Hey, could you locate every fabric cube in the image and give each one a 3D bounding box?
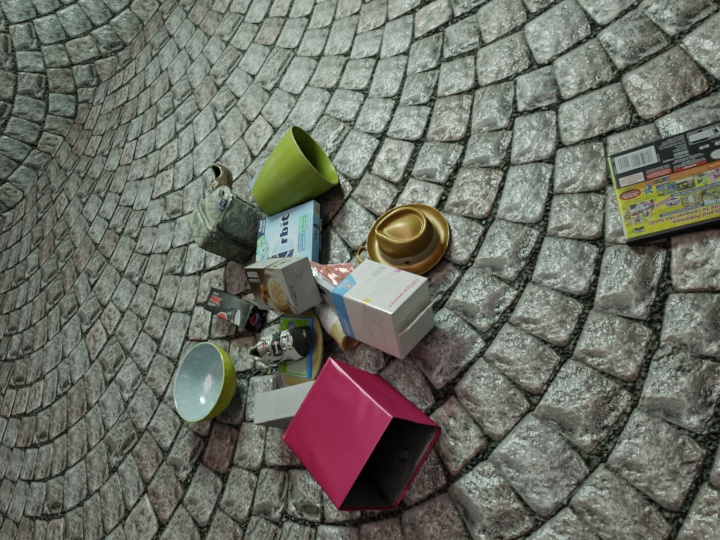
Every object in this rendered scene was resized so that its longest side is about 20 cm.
[{"bbox_3d":[0.003,0.327,1.094,0.198,0.199,0.199,32,93,42],"label":"fabric cube"}]

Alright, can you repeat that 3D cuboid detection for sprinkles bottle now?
[{"bbox_3d":[-0.074,0.106,1.321,0.069,0.068,0.200,-52,51,7],"label":"sprinkles bottle"}]

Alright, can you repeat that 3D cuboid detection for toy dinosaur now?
[{"bbox_3d":[0.000,0.000,1.314,0.197,0.060,0.109,14,82,39],"label":"toy dinosaur"}]

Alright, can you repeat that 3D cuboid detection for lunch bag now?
[{"bbox_3d":[-0.363,-0.135,1.548,0.168,0.199,0.140,-46,53,14],"label":"lunch bag"}]

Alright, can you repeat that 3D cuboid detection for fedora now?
[{"bbox_3d":[0.098,-0.083,1.233,0.196,0.082,0.205,-9,63,17],"label":"fedora"}]

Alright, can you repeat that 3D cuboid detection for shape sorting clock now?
[{"bbox_3d":[-0.150,0.185,1.343,0.197,0.039,0.206,-6,81,46],"label":"shape sorting clock"}]

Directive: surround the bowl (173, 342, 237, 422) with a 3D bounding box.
[{"bbox_3d":[-0.390,0.302,1.454,0.197,0.107,0.205,-14,64,31],"label":"bowl"}]

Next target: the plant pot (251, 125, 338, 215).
[{"bbox_3d":[-0.190,-0.245,1.469,0.199,0.186,0.190,-37,54,19],"label":"plant pot"}]

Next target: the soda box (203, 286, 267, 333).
[{"bbox_3d":[-0.351,0.109,1.530,0.197,0.063,0.072,16,82,40],"label":"soda box"}]

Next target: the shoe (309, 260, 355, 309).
[{"bbox_3d":[-0.071,0.015,1.304,0.090,0.073,0.199,-32,42,-23],"label":"shoe"}]

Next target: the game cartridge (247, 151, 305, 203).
[{"bbox_3d":[-0.247,-0.289,1.593,0.200,0.041,0.133,-44,27,4],"label":"game cartridge"}]

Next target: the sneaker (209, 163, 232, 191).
[{"bbox_3d":[-0.444,-0.249,1.732,0.070,0.075,0.204,-30,57,23],"label":"sneaker"}]

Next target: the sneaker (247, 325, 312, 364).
[{"bbox_3d":[-0.195,0.183,1.302,0.198,0.087,0.076,-30,63,39],"label":"sneaker"}]

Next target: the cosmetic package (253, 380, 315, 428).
[{"bbox_3d":[-0.144,0.312,1.273,0.196,0.101,0.076,-17,62,29],"label":"cosmetic package"}]

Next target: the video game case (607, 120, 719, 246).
[{"bbox_3d":[0.561,-0.154,0.979,0.196,0.025,0.185,-15,64,31],"label":"video game case"}]

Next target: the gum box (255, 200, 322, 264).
[{"bbox_3d":[-0.190,-0.074,1.447,0.197,0.044,0.174,-15,64,33],"label":"gum box"}]

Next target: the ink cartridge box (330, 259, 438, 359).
[{"bbox_3d":[0.058,0.083,1.165,0.197,0.127,0.128,19,46,40],"label":"ink cartridge box"}]

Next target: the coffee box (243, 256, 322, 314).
[{"bbox_3d":[-0.189,0.032,1.316,0.198,0.079,0.117,2,113,53],"label":"coffee box"}]
